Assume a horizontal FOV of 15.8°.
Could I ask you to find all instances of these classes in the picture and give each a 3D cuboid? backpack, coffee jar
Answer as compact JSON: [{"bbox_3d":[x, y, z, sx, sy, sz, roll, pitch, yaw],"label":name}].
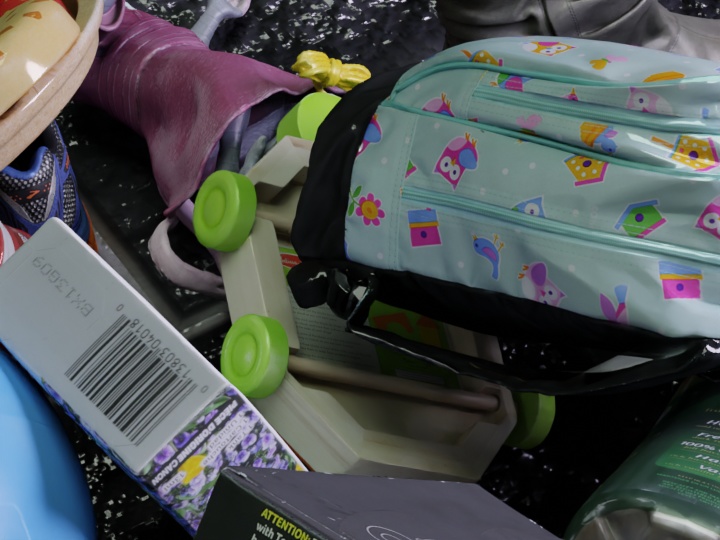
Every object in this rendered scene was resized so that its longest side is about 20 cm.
[{"bbox_3d":[0.091,-0.025,0.991,0.199,0.127,0.166,13,16,42],"label":"backpack"},{"bbox_3d":[0.133,0.100,0.961,0.085,0.105,0.200,20,23,15],"label":"coffee jar"}]

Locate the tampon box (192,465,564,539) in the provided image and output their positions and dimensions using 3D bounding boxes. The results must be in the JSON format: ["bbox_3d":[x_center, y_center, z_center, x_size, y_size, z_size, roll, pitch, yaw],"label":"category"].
[{"bbox_3d":[0.006,0.180,0.820,0.126,0.201,0.150,28,11,34],"label":"tampon box"}]

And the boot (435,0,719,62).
[{"bbox_3d":[0.127,-0.115,1.187,0.199,0.131,0.068,-8,48,-6],"label":"boot"}]

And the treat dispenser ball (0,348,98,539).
[{"bbox_3d":[-0.194,0.106,0.940,0.200,0.201,0.202,-1,47,1],"label":"treat dispenser ball"}]

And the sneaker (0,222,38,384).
[{"bbox_3d":[-0.203,0.049,1.092,0.199,0.115,0.079,-26,64,18],"label":"sneaker"}]

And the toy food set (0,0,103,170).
[{"bbox_3d":[-0.192,-0.065,1.067,0.197,0.049,0.200,-29,25,14],"label":"toy food set"}]

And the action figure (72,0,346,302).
[{"bbox_3d":[-0.089,-0.081,1.204,0.199,0.134,0.149,27,88,32],"label":"action figure"}]

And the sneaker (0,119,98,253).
[{"bbox_3d":[-0.174,-0.075,1.192,0.075,0.079,0.200,-22,51,-19],"label":"sneaker"}]

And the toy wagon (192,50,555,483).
[{"bbox_3d":[0.000,0.000,1.082,0.155,0.040,0.201,13,50,-37],"label":"toy wagon"}]

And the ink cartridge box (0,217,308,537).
[{"bbox_3d":[-0.063,0.069,0.993,0.050,0.200,0.109,-44,57,-7],"label":"ink cartridge box"}]
